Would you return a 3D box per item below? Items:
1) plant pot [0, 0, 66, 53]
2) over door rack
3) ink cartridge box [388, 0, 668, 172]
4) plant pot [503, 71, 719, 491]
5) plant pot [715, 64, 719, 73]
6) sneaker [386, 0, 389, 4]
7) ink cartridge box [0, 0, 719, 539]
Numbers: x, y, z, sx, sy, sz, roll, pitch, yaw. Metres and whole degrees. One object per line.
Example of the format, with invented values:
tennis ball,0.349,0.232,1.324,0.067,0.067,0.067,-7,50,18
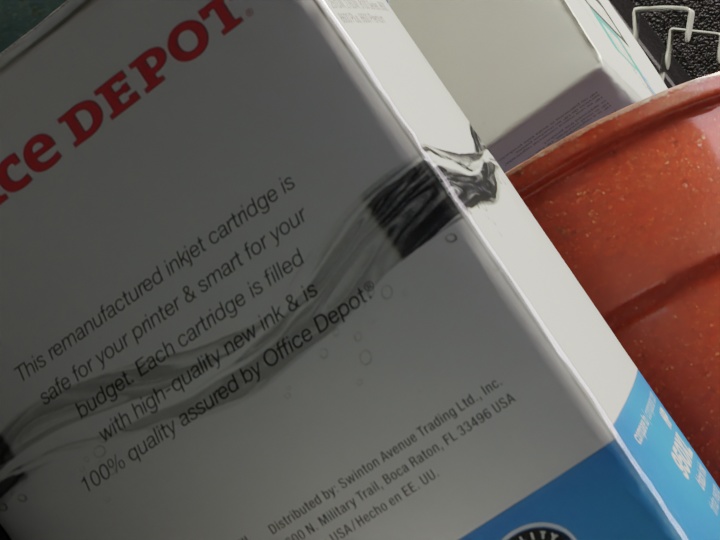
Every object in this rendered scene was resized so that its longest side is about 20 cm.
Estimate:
plant pot,-0.079,-0.168,0.585,0.200,0.196,0.196,54,24,-26
over door rack,0.149,-0.065,1.111,0.067,0.200,0.148,23,9,16
ink cartridge box,0.065,-0.088,0.947,0.200,0.147,0.146,27,32,-61
plant pot,0.117,0.072,0.574,0.195,0.201,0.201,60,17,20
plant pot,0.277,-0.010,1.053,0.183,0.201,0.200,16,20,0
sneaker,-0.009,-0.038,0.679,0.077,0.076,0.200,41,47,-54
ink cartridge box,-0.020,0.025,0.472,0.200,0.145,0.084,56,16,1
